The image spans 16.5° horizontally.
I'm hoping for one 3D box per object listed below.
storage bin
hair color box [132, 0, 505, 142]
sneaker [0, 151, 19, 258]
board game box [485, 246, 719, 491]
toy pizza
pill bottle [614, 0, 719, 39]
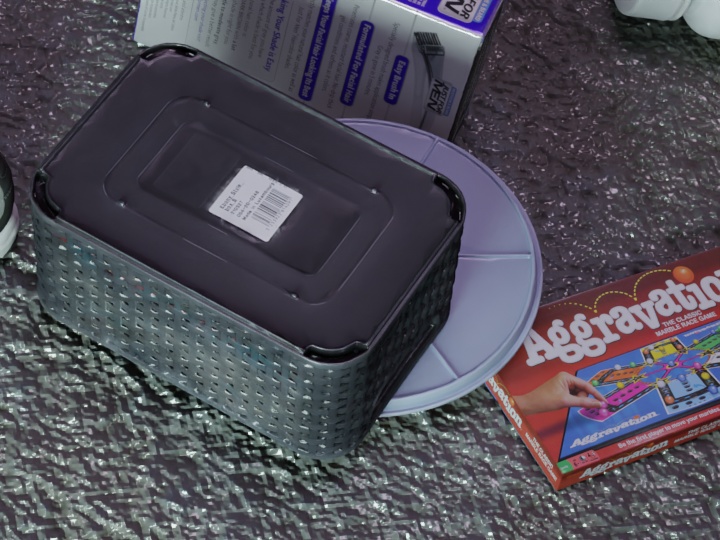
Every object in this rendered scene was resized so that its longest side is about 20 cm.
[{"bbox_3d":[-0.059,-0.012,1.294,0.200,0.094,0.135,27,57,15],"label":"storage bin"},{"bbox_3d":[-0.024,-0.151,1.439,0.200,0.109,0.065,24,48,5],"label":"hair color box"},{"bbox_3d":[-0.277,-0.063,1.324,0.200,0.079,0.074,13,51,-2],"label":"sneaker"},{"bbox_3d":[0.166,0.048,1.385,0.200,0.019,0.103,-18,57,-26],"label":"board game box"},{"bbox_3d":[0.000,0.000,1.367,0.200,0.032,0.201,2,55,-3],"label":"toy pizza"},{"bbox_3d":[0.263,-0.196,1.545,0.199,0.114,0.115,4,51,-12],"label":"pill bottle"}]
